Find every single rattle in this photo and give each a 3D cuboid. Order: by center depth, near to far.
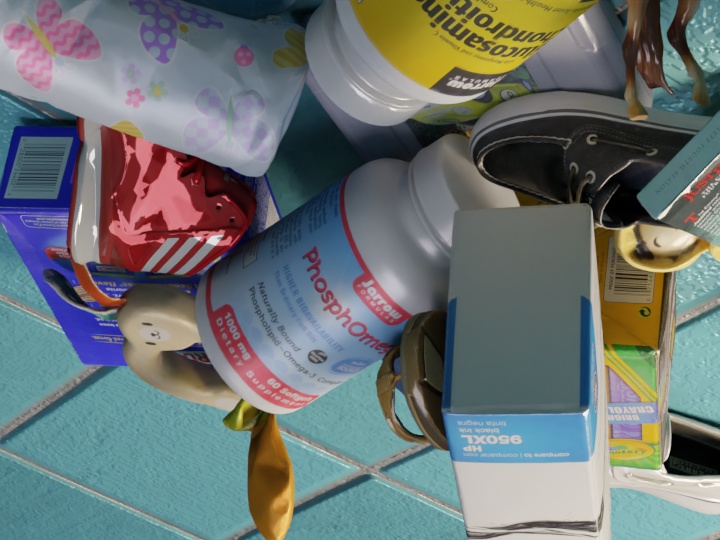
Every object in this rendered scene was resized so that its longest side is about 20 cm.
[{"bbox_3d":[-0.131,0.079,1.386,0.130,0.144,0.199,1,159,45],"label":"rattle"}]

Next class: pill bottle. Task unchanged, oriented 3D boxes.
[{"bbox_3d":[0.056,-0.157,1.099,0.111,0.113,0.200,26,143,-22],"label":"pill bottle"},{"bbox_3d":[0.000,0.000,1.295,0.199,0.109,0.109,-33,130,29],"label":"pill bottle"}]

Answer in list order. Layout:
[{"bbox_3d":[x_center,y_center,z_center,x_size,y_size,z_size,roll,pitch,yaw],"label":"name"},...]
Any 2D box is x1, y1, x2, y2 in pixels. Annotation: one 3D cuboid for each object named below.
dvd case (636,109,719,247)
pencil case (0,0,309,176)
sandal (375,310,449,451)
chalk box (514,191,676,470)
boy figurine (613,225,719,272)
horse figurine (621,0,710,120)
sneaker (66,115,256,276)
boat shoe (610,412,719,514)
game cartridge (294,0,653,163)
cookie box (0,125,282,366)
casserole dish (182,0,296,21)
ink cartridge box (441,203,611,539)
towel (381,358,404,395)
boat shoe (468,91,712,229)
[{"bbox_3d":[0.246,-0.062,1.102,0.146,0.022,0.199,-47,147,19],"label":"dvd case"},{"bbox_3d":[-0.127,-0.123,1.175,0.198,0.091,0.083,18,-172,-11],"label":"pencil case"},{"bbox_3d":[0.038,0.071,1.272,0.053,0.081,0.200,-5,173,8],"label":"sandal"},{"bbox_3d":[0.147,0.051,1.401,0.123,0.125,0.201,5,147,11],"label":"chalk box"},{"bbox_3d":[0.241,-0.049,1.244,0.198,0.064,0.125,-11,107,22],"label":"boy figurine"},{"bbox_3d":[0.177,-0.157,1.082,0.049,0.134,0.200,3,166,-17],"label":"horse figurine"},{"bbox_3d":[-0.113,-0.085,1.279,0.114,0.079,0.201,11,127,0],"label":"sneaker"},{"bbox_3d":[0.211,0.132,1.564,0.199,0.072,0.066,19,144,-13],"label":"boat shoe"},{"bbox_3d":[0.067,-0.114,1.249,0.199,0.041,0.133,-7,148,27],"label":"game cartridge"},{"bbox_3d":[-0.138,-0.012,1.441,0.170,0.076,0.201,1,147,13],"label":"cookie box"},{"bbox_3d":[-0.065,-0.208,1.138,0.120,0.039,0.200,23,146,-18],"label":"casserole dish"},{"bbox_3d":[0.100,0.081,1.213,0.083,0.145,0.201,-2,140,9],"label":"ink cartridge box"},{"bbox_3d":[0.046,0.035,1.439,0.112,0.048,0.201,41,162,34],"label":"towel"},{"bbox_3d":[0.152,-0.051,1.203,0.198,0.066,0.070,10,137,18],"label":"boat shoe"}]
